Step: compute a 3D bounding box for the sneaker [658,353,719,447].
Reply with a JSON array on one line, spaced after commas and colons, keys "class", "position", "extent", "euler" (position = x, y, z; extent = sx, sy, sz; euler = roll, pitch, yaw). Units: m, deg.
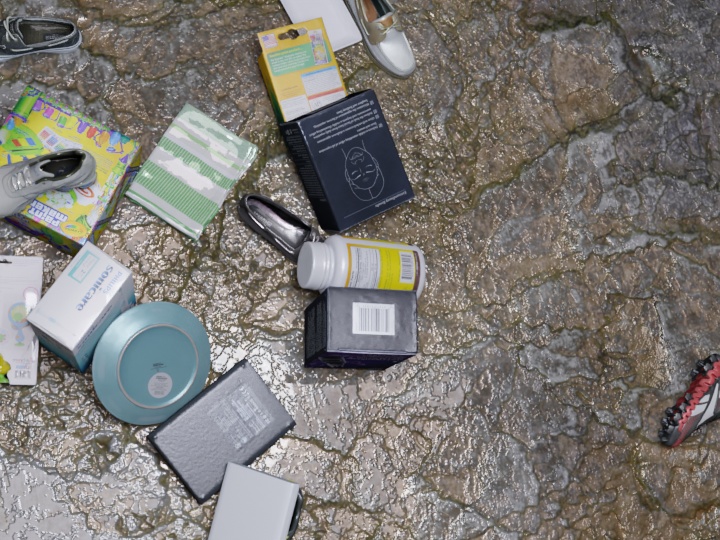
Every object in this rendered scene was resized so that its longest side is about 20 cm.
[{"class": "sneaker", "position": [0.615, 0.248, 1.829], "extent": [0.098, 0.071, 0.200], "euler": [41, 70, 1]}]

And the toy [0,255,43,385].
[{"class": "toy", "position": [-0.561, 0.078, 1.594], "extent": [0.115, 0.047, 0.200], "euler": [3, 79, -16]}]

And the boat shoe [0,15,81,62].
[{"class": "boat shoe", "position": [-0.567, -0.395, 1.691], "extent": [0.200, 0.071, 0.072], "euler": [-11, 80, -15]}]

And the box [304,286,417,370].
[{"class": "box", "position": [-0.004, 0.097, 1.646], "extent": [0.148, 0.200, 0.105], "euler": [3, 77, -12]}]

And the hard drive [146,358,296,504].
[{"class": "hard drive", "position": [-0.222, 0.257, 1.636], "extent": [0.200, 0.033, 0.140], "euler": [-39, 94, -19]}]

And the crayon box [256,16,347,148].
[{"class": "crayon box", "position": [-0.098, -0.328, 1.787], "extent": [0.126, 0.052, 0.200], "euler": [-18, 92, -17]}]

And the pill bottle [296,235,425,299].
[{"class": "pill bottle", "position": [0.000, 0.000, 1.702], "extent": [0.200, 0.109, 0.109], "euler": [6, 75, -23]}]

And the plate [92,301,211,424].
[{"class": "plate", "position": [-0.320, 0.148, 1.597], "extent": [0.200, 0.026, 0.201], "euler": [-7, 103, -34]}]

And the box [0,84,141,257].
[{"class": "box", "position": [-0.484, -0.152, 1.628], "extent": [0.200, 0.122, 0.193], "euler": [28, 72, -6]}]

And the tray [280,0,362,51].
[{"class": "tray", "position": [-0.088, -0.484, 1.856], "extent": [0.107, 0.022, 0.200], "euler": [-26, 84, -19]}]

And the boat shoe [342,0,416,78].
[{"class": "boat shoe", "position": [0.037, -0.441, 1.852], "extent": [0.075, 0.068, 0.200], "euler": [-35, 87, -18]}]

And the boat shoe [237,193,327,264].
[{"class": "boat shoe", "position": [-0.121, -0.064, 1.730], "extent": [0.200, 0.057, 0.067], "euler": [33, 72, -4]}]

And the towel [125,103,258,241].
[{"class": "towel", "position": [-0.286, -0.168, 1.733], "extent": [0.152, 0.023, 0.200], "euler": [32, 72, -4]}]

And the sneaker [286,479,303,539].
[{"class": "sneaker", "position": [-0.146, 0.420, 1.595], "extent": [0.074, 0.085, 0.200], "euler": [22, 73, -7]}]

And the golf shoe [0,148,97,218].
[{"class": "golf shoe", "position": [-0.492, -0.140, 1.510], "extent": [0.200, 0.097, 0.078], "euler": [-24, 86, -15]}]

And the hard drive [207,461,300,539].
[{"class": "hard drive", "position": [-0.174, 0.408, 1.563], "extent": [0.132, 0.026, 0.200], "euler": [11, 83, 33]}]

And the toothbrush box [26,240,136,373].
[{"class": "toothbrush box", "position": [-0.419, 0.061, 1.551], "extent": [0.085, 0.200, 0.147], "euler": [34, 72, -1]}]

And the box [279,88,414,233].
[{"class": "box", "position": [-0.023, -0.185, 1.727], "extent": [0.148, 0.107, 0.200], "euler": [-25, 102, -17]}]
